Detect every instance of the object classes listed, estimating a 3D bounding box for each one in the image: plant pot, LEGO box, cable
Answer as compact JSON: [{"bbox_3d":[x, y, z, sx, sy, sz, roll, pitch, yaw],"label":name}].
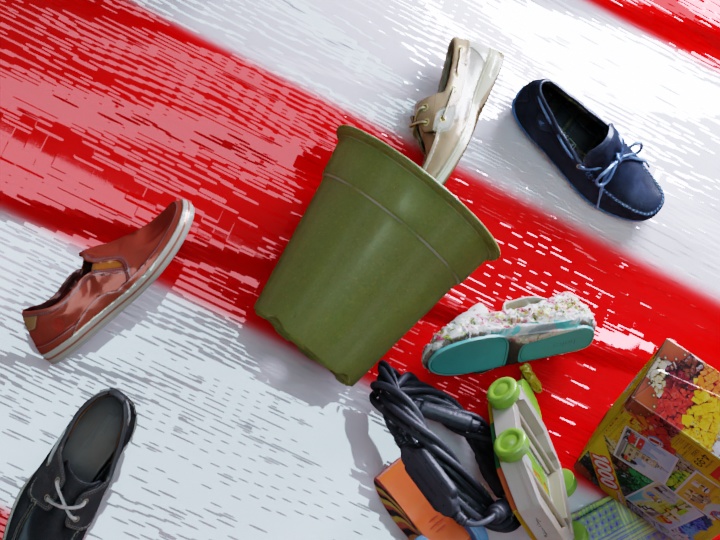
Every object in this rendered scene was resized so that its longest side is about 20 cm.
[{"bbox_3d":[0.000,0.000,1.175,0.199,0.200,0.191,38,85,-3],"label":"plant pot"},{"bbox_3d":[0.306,0.172,1.176,0.148,0.201,0.077,35,64,11],"label":"LEGO box"},{"bbox_3d":[0.085,0.159,1.168,0.051,0.162,0.201,-50,66,22],"label":"cable"}]

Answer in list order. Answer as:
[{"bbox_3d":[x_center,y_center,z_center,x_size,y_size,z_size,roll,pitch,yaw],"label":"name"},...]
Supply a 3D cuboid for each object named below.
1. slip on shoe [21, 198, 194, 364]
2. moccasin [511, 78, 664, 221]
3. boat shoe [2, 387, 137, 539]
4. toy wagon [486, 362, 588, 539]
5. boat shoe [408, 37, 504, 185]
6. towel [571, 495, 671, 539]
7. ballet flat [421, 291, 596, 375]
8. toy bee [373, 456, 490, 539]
[{"bbox_3d":[-0.234,-0.001,1.157,0.200,0.074,0.061,-44,109,-14],"label":"slip on shoe"},{"bbox_3d":[0.245,-0.124,1.311,0.199,0.068,0.081,36,72,-5],"label":"moccasin"},{"bbox_3d":[-0.266,0.197,1.111,0.071,0.068,0.202,30,74,-8],"label":"boat shoe"},{"bbox_3d":[0.166,0.174,1.196,0.039,0.201,0.156,-24,124,16],"label":"toy wagon"},{"bbox_3d":[0.085,-0.156,1.280,0.066,0.074,0.202,26,63,-4],"label":"boat shoe"},{"bbox_3d":[0.294,0.324,1.249,0.142,0.023,0.203,-19,83,-17],"label":"towel"},{"bbox_3d":[0.145,0.062,1.255,0.197,0.076,0.064,-6,48,-20],"label":"ballet flat"},{"bbox_3d":[0.082,0.279,1.175,0.129,0.109,0.202,-16,57,-9],"label":"toy bee"}]
